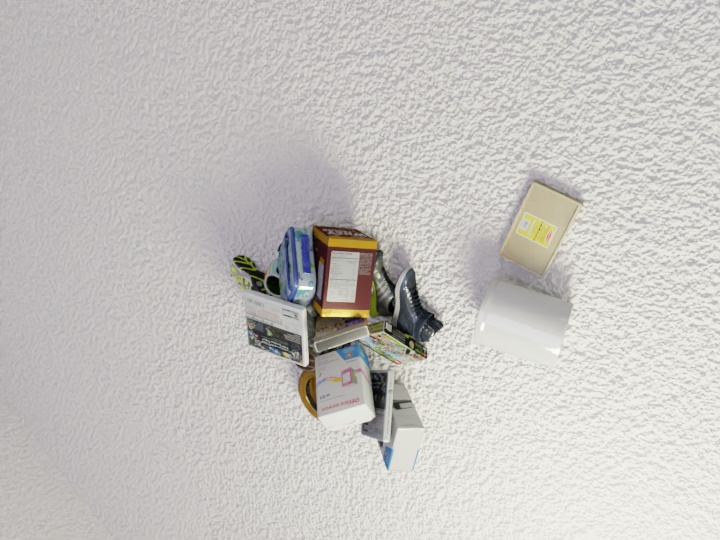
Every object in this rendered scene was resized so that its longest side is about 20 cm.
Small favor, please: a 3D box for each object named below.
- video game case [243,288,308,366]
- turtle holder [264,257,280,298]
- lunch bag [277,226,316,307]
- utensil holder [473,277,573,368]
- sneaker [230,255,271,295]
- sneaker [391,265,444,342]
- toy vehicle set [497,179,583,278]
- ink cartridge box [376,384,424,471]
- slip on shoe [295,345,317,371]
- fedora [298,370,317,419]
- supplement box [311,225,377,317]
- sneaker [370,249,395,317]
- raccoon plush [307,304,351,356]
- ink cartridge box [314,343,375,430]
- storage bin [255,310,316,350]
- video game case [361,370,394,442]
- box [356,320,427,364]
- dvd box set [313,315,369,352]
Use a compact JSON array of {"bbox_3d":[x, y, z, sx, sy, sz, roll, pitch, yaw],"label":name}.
[{"bbox_3d":[-0.230,0.156,1.537,0.197,0.023,0.185,15,121,24],"label":"video game case"},{"bbox_3d":[-0.205,0.039,1.676,0.186,0.131,0.141,47,121,8],"label":"turtle holder"},{"bbox_3d":[-0.173,-0.007,1.534,0.161,0.081,0.204,127,141,-55],"label":"lunch bag"},{"bbox_3d":[0.391,0.124,1.352,0.197,0.170,0.173,16,113,21],"label":"utensil holder"},{"bbox_3d":[-0.340,0.040,1.795,0.200,0.075,0.077,47,130,21],"label":"sneaker"},{"bbox_3d":[0.162,0.098,1.514,0.145,0.076,0.206,25,126,33],"label":"sneaker"},{"bbox_3d":[0.426,-0.097,1.344,0.123,0.026,0.203,30,118,18],"label":"toy vehicle set"},{"bbox_3d":[0.101,0.438,1.588,0.082,0.201,0.147,6,113,-15],"label":"ink cartridge box"},{"bbox_3d":[-0.191,0.255,1.750,0.198,0.060,0.078,13,96,41],"label":"slip on shoe"},{"bbox_3d":[-0.101,0.377,1.754,0.197,0.082,0.205,10,115,23],"label":"fedora"},{"bbox_3d":[-0.056,-0.002,1.507,0.130,0.197,0.204,3,102,-18],"label":"supplement box"},{"bbox_3d":[0.065,0.038,1.570,0.079,0.074,0.204,5,115,20],"label":"sneaker"},{"bbox_3d":[-0.113,0.190,1.692,0.133,0.097,0.201,-36,92,36],"label":"raccoon plush"},{"bbox_3d":[-0.046,0.326,1.578,0.142,0.202,0.085,-19,137,11],"label":"ink cartridge box"},{"bbox_3d":[-0.219,0.161,1.681,0.133,0.199,0.096,6,110,27],"label":"storage bin"},{"bbox_3d":[0.047,0.375,1.583,0.200,0.023,0.186,150,126,-70],"label":"video game case"},{"bbox_3d":[0.085,0.200,1.541,0.109,0.035,0.199,-18,141,38],"label":"box"},{"bbox_3d":[-0.051,0.146,1.511,0.144,0.200,0.030,-19,106,2],"label":"dvd box set"}]
